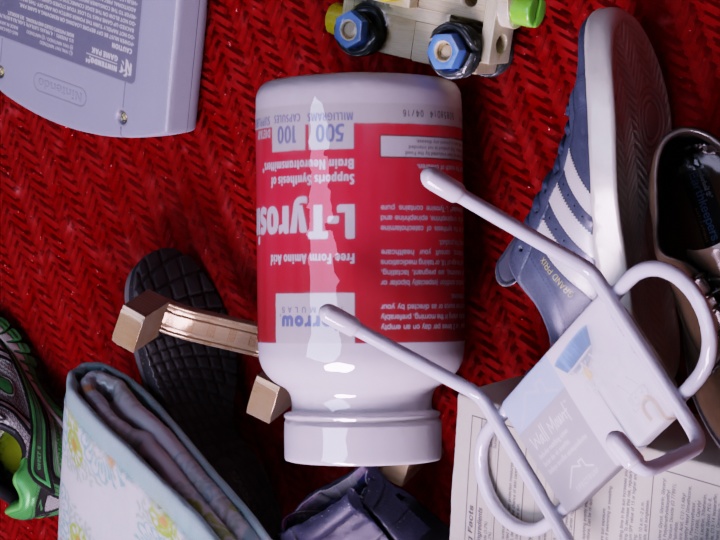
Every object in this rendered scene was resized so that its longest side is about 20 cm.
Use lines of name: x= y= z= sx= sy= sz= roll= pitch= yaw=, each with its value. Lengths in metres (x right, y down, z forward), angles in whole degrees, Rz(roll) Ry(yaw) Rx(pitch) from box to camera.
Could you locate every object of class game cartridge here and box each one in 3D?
game cartridge: x=-0.170 y=-0.156 z=1.419 sx=0.199 sy=0.041 sz=0.134 roll=22 pitch=117 yaw=38

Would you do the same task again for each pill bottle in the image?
pill bottle: x=0.000 y=0.000 z=1.222 sx=0.112 sy=0.112 sz=0.202 roll=-2 pitch=88 yaw=43

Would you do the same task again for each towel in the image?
towel: x=-0.120 y=0.174 z=1.341 sx=0.200 sy=0.048 sz=0.172 roll=45 pitch=136 yaw=39

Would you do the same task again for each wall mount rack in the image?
wall mount rack: x=0.073 y=0.048 z=1.093 sx=0.174 sy=0.074 sz=0.200 roll=57 pitch=138 yaw=18

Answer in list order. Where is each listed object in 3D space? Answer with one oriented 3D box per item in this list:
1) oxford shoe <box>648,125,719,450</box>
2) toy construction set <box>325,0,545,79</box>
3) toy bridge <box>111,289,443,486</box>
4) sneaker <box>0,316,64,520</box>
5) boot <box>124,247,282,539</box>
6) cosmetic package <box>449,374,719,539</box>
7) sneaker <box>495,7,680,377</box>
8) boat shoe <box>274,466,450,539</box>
oxford shoe: x=0.174 y=0.023 z=1.063 sx=0.072 sy=0.084 sz=0.201 roll=-26 pitch=63 yaw=9
toy construction set: x=0.031 y=-0.172 z=1.198 sx=0.199 sy=0.092 sz=0.132 roll=22 pitch=109 yaw=47
toy bridge: x=-0.041 y=0.062 z=1.317 sx=0.199 sy=0.067 sz=0.027 roll=25 pitch=116 yaw=15
sneaker: x=-0.245 y=0.089 z=1.502 sx=0.200 sy=0.085 sz=0.079 roll=36 pitch=121 yaw=33
boot: x=-0.130 y=0.097 z=1.413 sx=0.131 sy=0.069 sz=0.202 roll=-23 pitch=78 yaw=48
cosmetic package: x=0.143 y=0.125 z=1.158 sx=0.199 sy=0.073 sz=0.105 roll=15 pitch=108 yaw=40
sneaker: x=0.107 y=-0.030 z=1.155 sx=0.084 sy=0.075 sz=0.202 roll=3 pitch=101 yaw=33
boat shoe: x=-0.026 y=0.182 z=1.307 sx=0.093 sy=0.075 sz=0.200 roll=45 pitch=124 yaw=-8
